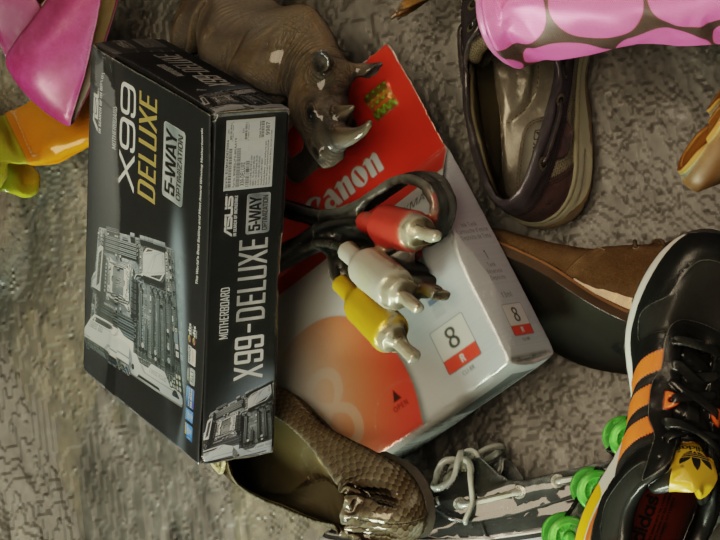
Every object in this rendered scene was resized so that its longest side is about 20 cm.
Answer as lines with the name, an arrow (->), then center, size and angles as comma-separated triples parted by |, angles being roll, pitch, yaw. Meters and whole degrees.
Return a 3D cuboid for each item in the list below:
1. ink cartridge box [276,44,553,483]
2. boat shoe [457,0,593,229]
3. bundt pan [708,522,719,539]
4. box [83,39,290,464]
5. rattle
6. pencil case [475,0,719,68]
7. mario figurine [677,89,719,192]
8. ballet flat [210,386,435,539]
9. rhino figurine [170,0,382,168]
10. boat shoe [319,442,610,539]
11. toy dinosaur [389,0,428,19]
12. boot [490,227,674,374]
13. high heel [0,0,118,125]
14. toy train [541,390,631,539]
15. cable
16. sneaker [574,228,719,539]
ink cartridge box -> 0.000, 0.000, 1.637 | 0.162, 0.050, 0.200 | -37, 76, 37
boat shoe -> 0.088, -0.124, 1.633 | 0.072, 0.065, 0.200 | -6, 83, 23
bundt pan -> 0.247, 0.159, 1.494 | 0.202, 0.202, 0.076 | -58, 42, 8
box -> -0.099, -0.014, 1.630 | 0.158, 0.050, 0.200 | 33, 124, 55
rattle -> -0.210, -0.010, 1.758 | 0.130, 0.143, 0.200 | 15, 109, 53
pencil case -> 0.163, -0.148, 1.520 | 0.200, 0.094, 0.091 | -2, 83, 16
mario figurine -> 0.257, -0.016, 1.542 | 0.200, 0.106, 0.123 | 35, 84, -1
ballet flat -> -0.035, 0.110, 1.618 | 0.200, 0.046, 0.067 | 22, 122, 50
rhino figurine -> -0.049, -0.110, 1.652 | 0.200, 0.060, 0.087 | 32, 103, 53
boat shoe -> 0.071, 0.130, 1.615 | 0.199, 0.074, 0.068 | -6, 88, 20
toy dinosaur -> 0.024, -0.204, 1.638 | 0.200, 0.060, 0.106 | -29, 87, -9
boot -> 0.148, 0.012, 1.613 | 0.200, 0.074, 0.075 | 22, 64, 26
high heel -> -0.127, -0.174, 1.675 | 0.200, 0.067, 0.096 | -37, 85, 12
toy train -> 0.127, 0.140, 1.555 | 0.056, 0.042, 0.200 | 33, 88, -2
cable -> -0.016, -0.021, 1.604 | 0.200, 0.050, 0.097 | 22, 102, 46
sneaker -> 0.166, 0.080, 1.489 | 0.070, 0.090, 0.200 | 14, 95, -12
